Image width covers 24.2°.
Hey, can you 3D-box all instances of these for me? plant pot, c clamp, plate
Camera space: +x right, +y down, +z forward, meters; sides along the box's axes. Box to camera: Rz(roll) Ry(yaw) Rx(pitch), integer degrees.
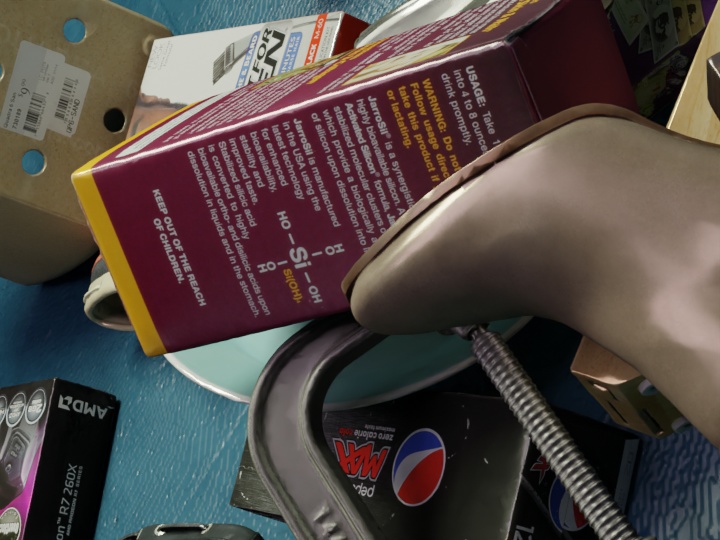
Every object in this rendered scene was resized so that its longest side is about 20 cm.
[{"bbox_3d":[-0.229,-0.107,1.071,0.177,0.200,0.200,5,77,55],"label":"plant pot"},{"bbox_3d":[0.055,0.079,0.644,0.171,0.027,0.200,-42,70,8],"label":"c clamp"},{"bbox_3d":[0.000,0.000,0.779,0.200,0.026,0.200,-10,39,8],"label":"plate"}]

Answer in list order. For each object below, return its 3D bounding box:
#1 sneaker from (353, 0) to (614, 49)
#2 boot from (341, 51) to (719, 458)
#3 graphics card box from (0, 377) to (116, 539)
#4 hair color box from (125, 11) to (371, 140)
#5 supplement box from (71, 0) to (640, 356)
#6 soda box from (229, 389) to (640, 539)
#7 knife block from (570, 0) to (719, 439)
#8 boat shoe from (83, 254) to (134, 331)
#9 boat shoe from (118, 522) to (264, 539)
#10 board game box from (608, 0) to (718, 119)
[{"bbox_3d":[0.088,-0.090,0.727,0.200,0.076,0.115,-31,78,46],"label":"sneaker"},{"bbox_3d":[0.107,0.015,0.517,0.200,0.070,0.146,-30,62,10],"label":"boot"},{"bbox_3d":[-0.219,0.172,1.048,0.125,0.051,0.200,-12,62,50],"label":"graphics card box"},{"bbox_3d":[-0.059,-0.078,0.951,0.200,0.064,0.111,2,75,55],"label":"hair color box"},{"bbox_3d":[0.002,-0.041,0.678,0.200,0.086,0.110,-14,15,28],"label":"supplement box"},{"bbox_3d":[0.026,0.091,0.747,0.200,0.063,0.071,1,74,54],"label":"soda box"},{"bbox_3d":[0.147,-0.058,0.608,0.200,0.064,0.176,-28,59,11],"label":"knife block"},{"bbox_3d":[-0.104,0.011,0.952,0.063,0.071,0.200,-59,27,-12],"label":"boat shoe"},{"bbox_3d":[-0.096,0.162,0.869,0.066,0.075,0.199,-43,-1,-26],"label":"boat shoe"},{"bbox_3d":[0.138,-0.176,0.769,0.120,0.032,0.200,-43,43,38],"label":"board game box"}]
